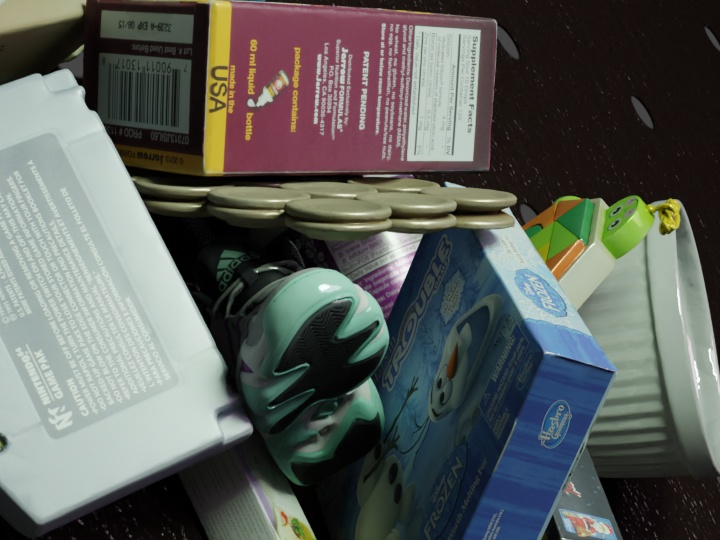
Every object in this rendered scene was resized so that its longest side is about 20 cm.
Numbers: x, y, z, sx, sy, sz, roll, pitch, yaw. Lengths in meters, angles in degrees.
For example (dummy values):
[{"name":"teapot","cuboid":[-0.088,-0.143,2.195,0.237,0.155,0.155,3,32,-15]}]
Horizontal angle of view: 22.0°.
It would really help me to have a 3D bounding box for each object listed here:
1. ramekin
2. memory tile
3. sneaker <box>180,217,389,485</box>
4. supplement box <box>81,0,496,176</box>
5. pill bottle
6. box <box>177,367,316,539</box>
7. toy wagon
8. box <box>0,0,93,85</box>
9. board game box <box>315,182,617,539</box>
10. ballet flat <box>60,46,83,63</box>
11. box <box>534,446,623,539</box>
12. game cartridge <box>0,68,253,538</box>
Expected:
[{"name":"ramekin","cuboid":[0.194,0.056,1.335,0.200,0.104,0.202,-10,90,-75]},{"name":"memory tile","cuboid":[-0.035,-0.037,0.929,0.153,0.199,0.017,-8,104,-50]},{"name":"sneaker","cuboid":[-0.050,0.016,0.918,0.140,0.077,0.200,56,-16,22]},{"name":"supplement box","cuboid":[-0.035,-0.097,0.977,0.199,0.110,0.086,-4,101,-43]},{"name":"pill bottle","cuboid":[0.000,0.000,1.118,0.201,0.112,0.112,61,26,10]},{"name":"box","cuboid":[-0.058,0.123,0.959,0.201,0.041,0.039,62,24,13]},{"name":"toy wagon","cuboid":[0.122,0.002,1.222,0.040,0.200,0.155,46,28,-15]},{"name":"box","cuboid":[-0.211,-0.129,0.921,0.078,0.095,0.200,57,27,0]},{"name":"board game box","cuboid":[0.045,0.085,0.943,0.043,0.201,0.199,16,20,-18]},{"name":"ballet flat","cuboid":[-0.171,-0.191,1.099,0.066,0.057,0.201,41,30,-27]},{"name":"box","cuboid":[0.070,0.129,0.968,0.037,0.137,0.200,14,29,-18]},{"name":"game cartridge","cuboid":[-0.150,0.014,0.849,0.132,0.041,0.201,-21,76,-29]}]
